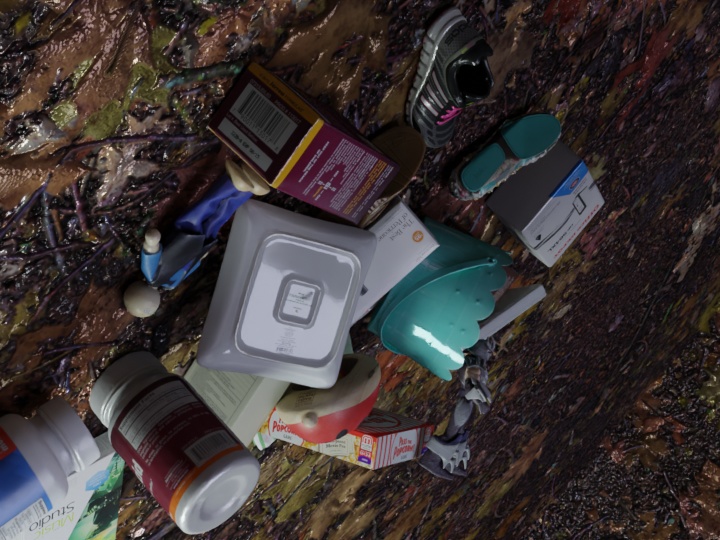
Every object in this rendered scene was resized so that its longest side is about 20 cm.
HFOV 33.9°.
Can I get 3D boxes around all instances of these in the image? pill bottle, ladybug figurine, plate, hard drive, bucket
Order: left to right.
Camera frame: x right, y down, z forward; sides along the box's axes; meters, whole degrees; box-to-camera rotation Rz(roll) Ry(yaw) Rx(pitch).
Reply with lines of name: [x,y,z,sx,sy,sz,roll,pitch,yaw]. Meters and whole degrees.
pill bottle: [-0.379,0.222,1.242,0.199,0.112,0.113,-37,152,-24]
pill bottle: [-0.216,0.192,1.348,0.114,0.200,0.115,-35,150,-23]
plate: [-0.078,0.035,1.383,0.198,0.032,0.203,14,95,-35]
ladybug figurine: [-0.037,0.168,1.526,0.134,0.073,0.200,-13,-169,21]
bucket: [0.106,0.035,1.627,0.209,0.134,0.207,-63,-179,1]
hard drive: [0.199,0.085,1.952,0.199,0.027,0.131,-33,-171,-30]

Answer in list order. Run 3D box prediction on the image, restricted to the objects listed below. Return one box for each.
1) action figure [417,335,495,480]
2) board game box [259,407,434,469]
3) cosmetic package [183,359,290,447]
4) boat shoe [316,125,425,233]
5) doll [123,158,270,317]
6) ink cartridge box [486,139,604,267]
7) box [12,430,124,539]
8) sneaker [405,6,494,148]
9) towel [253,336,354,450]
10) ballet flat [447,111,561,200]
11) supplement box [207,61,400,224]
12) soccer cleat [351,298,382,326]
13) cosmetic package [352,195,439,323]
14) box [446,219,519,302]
action figure: [0.146,0.183,1.622,0.130,0.069,0.202,-15,125,-78]
board game box: [-0.020,0.221,1.640,0.151,0.198,0.047,0,100,-57]
cosmetic package: [-0.165,0.152,1.484,0.201,0.103,0.073,-54,154,15]
boat shoe: [0.003,-0.095,1.468,0.201,0.072,0.072,-53,-175,-8]
doll: [-0.188,-0.031,1.265,0.200,0.048,0.136,-48,164,12]
ink cartridge box: [0.295,-0.108,1.857,0.146,0.084,0.200,-50,153,3]
box: [-0.362,0.298,1.454,0.143,0.036,0.201,-26,147,-37]
sneaker: [0.113,-0.216,1.432,0.073,0.087,0.201,-30,149,-31]
towel: [-0.088,0.163,1.704,0.200,0.023,0.153,-41,152,-16]
ballet flat: [0.197,-0.163,1.674,0.199,0.076,0.064,-32,-179,-22]
supplement box: [-0.056,-0.132,1.262,0.086,0.110,0.199,-52,153,9]
soccer cleat: [-0.046,0.065,1.594,0.199,0.070,0.078,-38,-165,3]
cosmetic package: [0.000,0.000,1.512,0.200,0.051,0.083,-42,110,6]
box: [0.164,0.003,1.821,0.100,0.075,0.200,-50,155,5]
